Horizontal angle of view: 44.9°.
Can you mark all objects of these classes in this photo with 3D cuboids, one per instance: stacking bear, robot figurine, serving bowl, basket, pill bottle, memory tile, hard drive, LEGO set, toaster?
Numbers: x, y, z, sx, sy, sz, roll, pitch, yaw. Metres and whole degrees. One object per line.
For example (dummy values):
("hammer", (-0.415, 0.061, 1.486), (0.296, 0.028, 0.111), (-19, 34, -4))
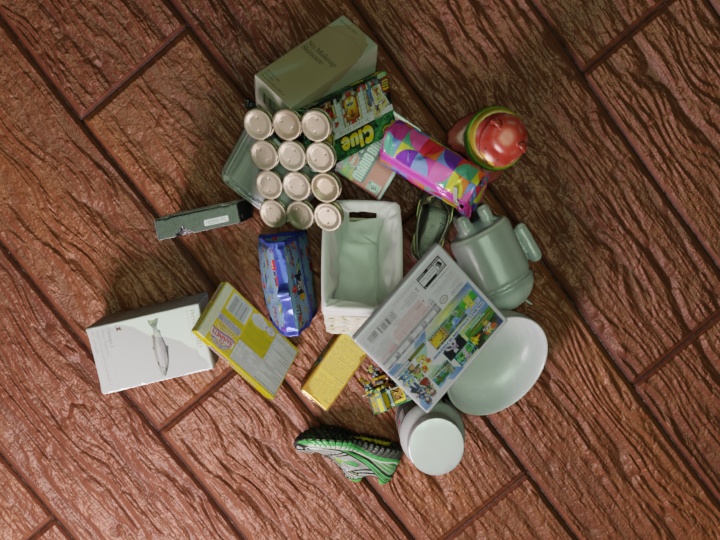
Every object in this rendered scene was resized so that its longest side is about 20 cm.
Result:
("stacking bear", (0.224, -0.215, 1.438), (0.114, 0.200, 0.122), (-43, 97, 4))
("robot figurine", (0.229, -0.015, 1.508), (0.167, 0.113, 0.203), (-26, 98, 4))
("serving bowl", (0.222, 0.149, 1.502), (0.196, 0.066, 0.204), (-13, 124, -19))
("basket", (0.000, 0.000, 1.460), (0.132, 0.124, 0.205), (2, 63, -2))
("pill bottle", (0.120, 0.271, 1.498), (0.113, 0.200, 0.120), (0, 97, -1))
("memory tile", (-0.103, -0.160, 1.384), (0.150, 0.017, 0.204), (4, 118, 20))
("hard drive", (-0.254, -0.087, 1.442), (0.136, 0.200, 0.039), (-12, 96, 1))
("LEGO set", (0.064, 0.155, 1.492), (0.151, 0.200, 0.118), (-21, 90, 14))
("toaster", (-0.146, -0.178, 1.470), (0.198, 0.114, 0.130), (35, 109, -7))

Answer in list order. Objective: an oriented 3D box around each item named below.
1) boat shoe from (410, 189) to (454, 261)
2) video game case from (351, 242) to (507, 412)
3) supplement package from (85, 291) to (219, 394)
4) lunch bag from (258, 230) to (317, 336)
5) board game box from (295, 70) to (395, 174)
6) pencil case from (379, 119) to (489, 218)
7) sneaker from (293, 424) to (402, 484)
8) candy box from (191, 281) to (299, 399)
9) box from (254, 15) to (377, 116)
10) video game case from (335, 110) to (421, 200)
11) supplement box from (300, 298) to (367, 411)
("boat shoe", (0.132, -0.110, 1.520), (0.070, 0.060, 0.205), (14, 97, -2))
("video game case", (0.112, 0.092, 1.378), (0.200, 0.022, 0.182), (-47, 110, -4))
("supplement package", (-0.352, 0.123, 1.507), (0.195, 0.117, 0.120), (-13, 97, 0))
("lunch bag", (-0.128, 0.020, 1.458), (0.092, 0.200, 0.155), (-8, 98, 0))
("board game box", (-0.019, -0.245, 1.427), (0.199, 0.023, 0.107), (-34, 124, -36))
("pencil case", (0.122, -0.170, 1.454), (0.198, 0.088, 0.090), (34, 96, 16))
("sneaker", (-0.026, 0.336, 1.564), (0.195, 0.078, 0.087), (15, 97, -4))
("candy box", (-0.193, 0.122, 1.495), (0.200, 0.026, 0.103), (48, 61, -31))
("box", (-0.071, -0.319, 1.427), (0.095, 0.078, 0.199), (41, 66, 17))
("video game case", (-0.011, -0.238, 1.521), (0.198, 0.017, 0.145), (33, 96, -5))
("supplement box", (-0.027, 0.145, 1.545), (0.068, 0.067, 0.202), (33, 95, -5))
